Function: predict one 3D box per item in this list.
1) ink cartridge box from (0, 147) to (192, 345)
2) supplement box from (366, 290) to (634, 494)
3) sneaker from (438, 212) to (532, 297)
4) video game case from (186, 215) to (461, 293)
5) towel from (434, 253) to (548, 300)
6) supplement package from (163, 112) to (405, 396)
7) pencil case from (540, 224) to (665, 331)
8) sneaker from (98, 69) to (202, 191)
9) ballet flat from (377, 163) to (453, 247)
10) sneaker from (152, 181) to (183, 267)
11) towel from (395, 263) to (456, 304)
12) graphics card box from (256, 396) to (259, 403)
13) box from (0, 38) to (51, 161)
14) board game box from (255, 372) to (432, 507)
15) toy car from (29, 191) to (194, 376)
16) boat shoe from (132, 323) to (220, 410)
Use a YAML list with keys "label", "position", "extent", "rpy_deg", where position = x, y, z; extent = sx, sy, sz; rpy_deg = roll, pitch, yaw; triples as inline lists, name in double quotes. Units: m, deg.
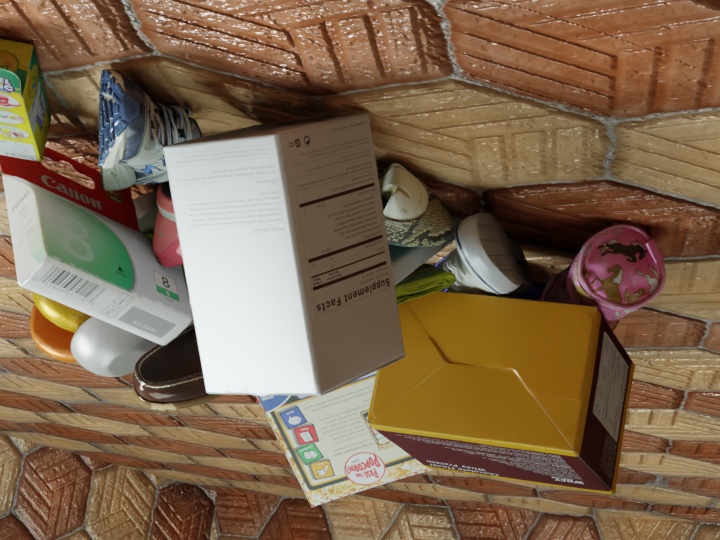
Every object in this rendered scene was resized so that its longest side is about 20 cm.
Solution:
- label: "ink cartridge box"
  position: [-0.233, -0.044, 1.396]
  extent: [0.050, 0.200, 0.161]
  rpy_deg: [-39, 136, 26]
- label: "supplement box"
  position: [0.138, 0.116, 1.510]
  extent: [0.196, 0.133, 0.200]
  rpy_deg: [5, 163, 22]
- label: "sneaker"
  position: [0.108, 0.000, 1.468]
  extent: [0.071, 0.073, 0.200]
  rpy_deg: [-21, 164, 12]
- label: "video game case"
  position: [-0.029, -0.008, 1.450]
  extent: [0.181, 0.023, 0.200]
  rpy_deg: [0, -159, 31]
- label: "towel"
  position: [0.141, 0.054, 1.671]
  extent: [0.199, 0.050, 0.148]
  rpy_deg: [19, 130, -28]
- label: "supplement package"
  position: [-0.058, -0.013, 1.255]
  extent: [0.121, 0.201, 0.120]
  rpy_deg: [-2, -169, 37]
- label: "pencil case"
  position: [0.225, 0.018, 1.504]
  extent: [0.083, 0.087, 0.200]
  rpy_deg: [27, 167, 3]
- label: "sneaker"
  position: [-0.167, -0.112, 1.285]
  extent: [0.085, 0.077, 0.200]
  rpy_deg: [0, 174, -7]
- label: "ballet flat"
  position: [-0.005, -0.069, 1.359]
  extent: [0.199, 0.068, 0.075]
  rpy_deg: [14, 145, -12]
- label: "sneaker"
  position: [-0.093, -0.033, 1.416]
  extent: [0.199, 0.087, 0.074]
  rpy_deg: [6, -149, -25]
- label: "towel"
  position: [0.000, 0.000, 1.487]
  extent: [0.086, 0.018, 0.200]
  rpy_deg: [-16, -161, -28]
- label: "graphics card box"
  position: [-0.023, 0.121, 1.965]
  extent: [0.199, 0.126, 0.051]
  rpy_deg: [14, 163, -21]
- label: "box"
  position: [-0.313, -0.144, 1.272]
  extent: [0.117, 0.049, 0.200]
  rpy_deg: [10, 168, -5]
- label: "board game box"
  position: [-0.021, 0.145, 1.717]
  extent: [0.151, 0.046, 0.201]
  rpy_deg: [-18, 116, 11]
- label: "toy car"
  position: [-0.220, 0.031, 1.525]
  extent: [0.199, 0.175, 0.150]
  rpy_deg: [-11, 145, -29]
- label: "boat shoe"
  position: [-0.112, 0.059, 1.426]
  extent: [0.199, 0.070, 0.070]
  rpy_deg: [-22, 144, -22]
